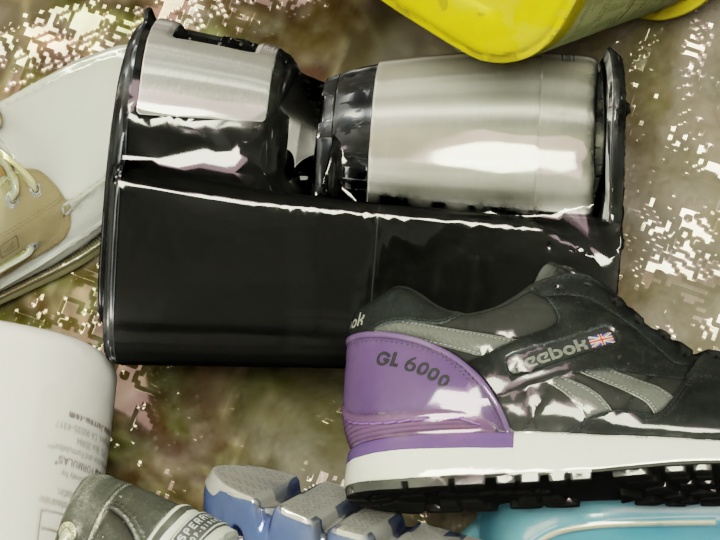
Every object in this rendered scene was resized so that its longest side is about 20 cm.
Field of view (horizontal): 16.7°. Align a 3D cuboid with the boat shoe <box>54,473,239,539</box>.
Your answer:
[{"bbox_3d":[-0.102,0.169,0.875,0.064,0.071,0.200,22,100,18],"label":"boat shoe"}]

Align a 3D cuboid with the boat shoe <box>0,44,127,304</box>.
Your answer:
[{"bbox_3d":[-0.154,-0.028,1.015,0.200,0.068,0.075,-42,74,-11],"label":"boat shoe"}]

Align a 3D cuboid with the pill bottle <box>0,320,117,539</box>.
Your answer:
[{"bbox_3d":[-0.161,0.124,0.946,0.114,0.114,0.200,5,75,4],"label":"pill bottle"}]

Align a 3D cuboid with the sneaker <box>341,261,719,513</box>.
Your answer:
[{"bbox_3d":[0.093,0.037,0.878,0.200,0.076,0.088,-1,75,-2],"label":"sneaker"}]

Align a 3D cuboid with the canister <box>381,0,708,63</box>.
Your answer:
[{"bbox_3d":[0.063,-0.152,0.968,0.149,0.200,0.087,36,115,14],"label":"canister"}]

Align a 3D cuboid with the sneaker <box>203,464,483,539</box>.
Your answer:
[{"bbox_3d":[0.023,0.154,0.888,0.199,0.081,0.115,20,100,17],"label":"sneaker"}]

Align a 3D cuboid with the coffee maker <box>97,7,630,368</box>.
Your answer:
[{"bbox_3d":[0.000,0.000,0.964,0.200,0.135,0.192,3,75,3],"label":"coffee maker"}]

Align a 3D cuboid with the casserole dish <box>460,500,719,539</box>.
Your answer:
[{"bbox_3d":[0.133,0.127,0.937,0.200,0.039,0.121,0,112,3],"label":"casserole dish"}]
